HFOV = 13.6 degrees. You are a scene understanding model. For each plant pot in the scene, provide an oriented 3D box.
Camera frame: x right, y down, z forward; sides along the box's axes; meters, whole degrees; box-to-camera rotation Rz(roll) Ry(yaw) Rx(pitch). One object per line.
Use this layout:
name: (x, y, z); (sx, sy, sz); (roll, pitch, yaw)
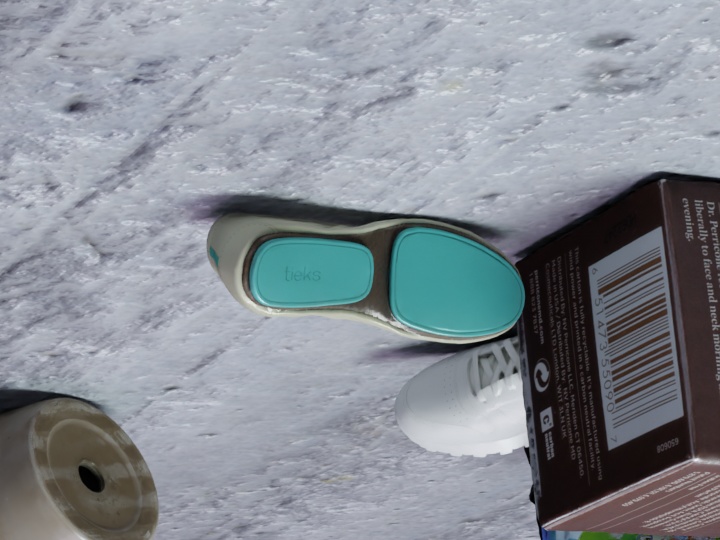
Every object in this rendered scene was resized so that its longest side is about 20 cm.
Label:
plant pot: (-0.235, 0.175, 2.002); (0.173, 0.200, 0.200); (-36, 149, 30)

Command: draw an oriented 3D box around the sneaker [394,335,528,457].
sneaker: (0.115, 0.063, 1.904); (0.199, 0.077, 0.081); (-12, 151, 9)

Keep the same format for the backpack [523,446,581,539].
backpack: (0.204, 0.178, 2.048); (0.147, 0.201, 0.183); (-12, 161, 32)

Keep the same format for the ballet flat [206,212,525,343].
ballet flat: (0.000, 0.000, 1.679); (0.200, 0.070, 0.069); (10, 158, -35)

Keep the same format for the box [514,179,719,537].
box: (0.217, 0.056, 1.720); (0.199, 0.166, 0.164); (5, 159, -28)

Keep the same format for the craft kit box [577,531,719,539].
craft kit box: (0.263, 0.135, 1.880); (0.197, 0.200, 0.049); (11, 133, 26)
